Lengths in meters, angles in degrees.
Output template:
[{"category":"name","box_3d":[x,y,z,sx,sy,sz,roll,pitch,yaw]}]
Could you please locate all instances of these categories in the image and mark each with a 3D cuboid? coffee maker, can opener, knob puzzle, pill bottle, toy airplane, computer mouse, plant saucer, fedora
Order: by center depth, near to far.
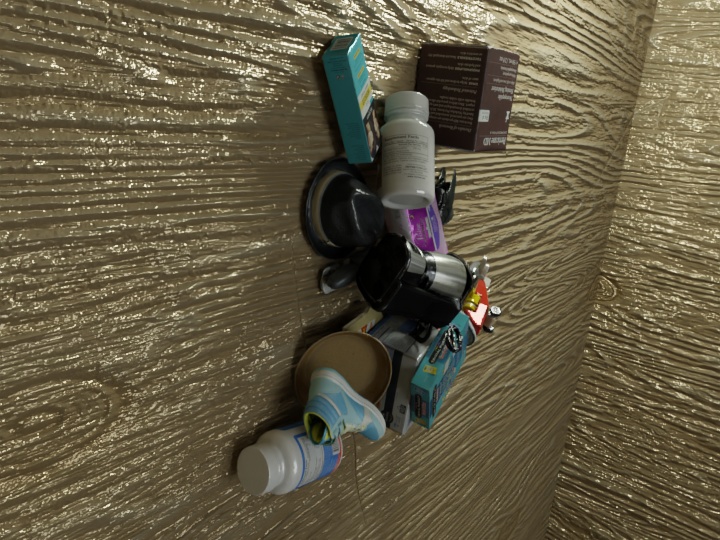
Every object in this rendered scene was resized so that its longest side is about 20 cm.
[{"category":"fedora","box_3d":[-0.014,-0.106,1.138,0.199,0.090,0.206,-28,125,-48]},{"category":"pill bottle","box_3d":[-0.130,0.344,1.140,0.198,0.110,0.115,2,102,-54]},{"category":"coffee maker","box_3d":[0.097,0.042,1.181,0.197,0.134,0.197,15,95,-39]},{"category":"pill bottle","box_3d":[0.088,-0.230,1.192,0.113,0.112,0.206,17,71,-56]},{"category":"plant saucer","box_3d":[-0.036,0.199,1.212,0.194,0.036,0.205,-6,116,-12]},{"category":"can opener","box_3d":[0.000,0.000,1.226,0.198,0.066,0.055,-23,123,-42]},{"category":"computer mouse","box_3d":[0.183,0.082,1.271,0.058,0.203,0.034,23,129,-29]},{"category":"knob puzzle","box_3d":[-0.005,0.162,1.318,0.220,0.030,0.224,-47,147,-42]},{"category":"toy airplane","box_3d":[0.289,0.064,1.645,0.199,0.137,0.206,152,-53,-85]}]

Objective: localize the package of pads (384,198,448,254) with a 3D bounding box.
[{"category":"package of pads","box_3d":[0.118,-0.080,1.318,0.119,0.074,0.205,-28,110,-42]}]

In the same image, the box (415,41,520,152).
[{"category":"box","box_3d":[0.223,-0.368,1.316,0.164,0.161,0.206,-16,117,-51]}]

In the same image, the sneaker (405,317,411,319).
[{"category":"sneaker","box_3d":[0.119,0.137,1.458,0.090,0.080,0.200,-58,145,-5]}]

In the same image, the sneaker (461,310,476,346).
[{"category":"sneaker","box_3d":[0.227,0.076,1.500,0.145,0.203,0.077,-29,164,-51]}]

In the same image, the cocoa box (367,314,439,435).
[{"category":"cocoa box","box_3d":[0.079,0.221,1.349,0.133,0.129,0.205,-35,139,-53]}]

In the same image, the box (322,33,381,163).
[{"category":"box","box_3d":[-0.011,-0.297,1.082,0.083,0.048,0.203,-69,152,-45]}]

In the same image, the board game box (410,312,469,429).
[{"category":"board game box","box_3d":[0.169,0.209,1.314,0.201,0.046,0.153,-54,153,-34]}]

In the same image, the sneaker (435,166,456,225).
[{"category":"sneaker","box_3d":[0.174,-0.147,1.436,0.200,0.059,0.106,-50,141,-40]}]

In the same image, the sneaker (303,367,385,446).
[{"category":"sneaker","box_3d":[-0.036,0.291,1.155,0.200,0.079,0.132,44,41,-22]}]

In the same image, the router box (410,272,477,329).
[{"category":"router box","box_3d":[0.155,0.031,1.392,0.199,0.148,0.052,-35,154,-43]}]
